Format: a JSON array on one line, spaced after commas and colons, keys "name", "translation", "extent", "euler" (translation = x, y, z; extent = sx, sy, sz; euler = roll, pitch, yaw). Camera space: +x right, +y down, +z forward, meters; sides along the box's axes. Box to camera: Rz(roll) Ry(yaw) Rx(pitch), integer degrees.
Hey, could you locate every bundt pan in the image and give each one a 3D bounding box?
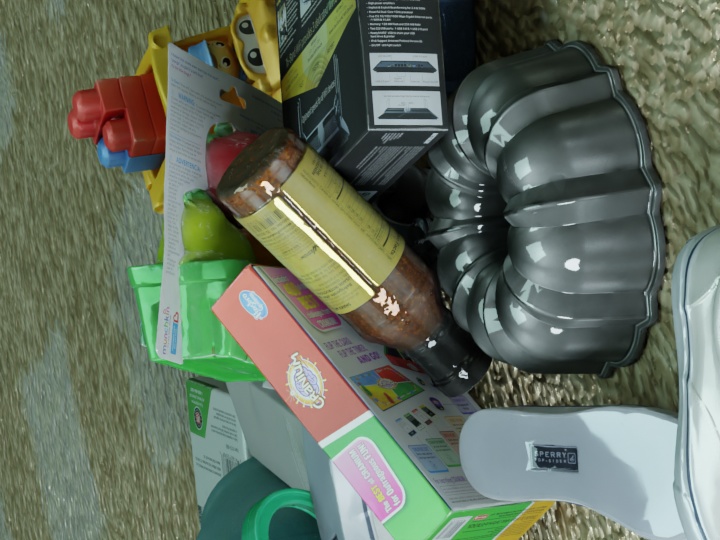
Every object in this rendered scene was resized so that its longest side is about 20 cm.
[{"name": "bundt pan", "translation": [0.097, -0.032, 1.336], "extent": [0.202, 0.076, 0.202], "euler": [172, 90, -68]}]

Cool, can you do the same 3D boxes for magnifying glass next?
[{"name": "magnifying glass", "translation": [0.008, 0.198, 1.495], "extent": [0.022, 0.200, 0.080], "euler": [-40, 39, 41]}]

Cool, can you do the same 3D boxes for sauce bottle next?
[{"name": "sauce bottle", "translation": [0.000, 0.000, 1.392], "extent": [0.200, 0.066, 0.066], "euler": [47, 169, -21]}]

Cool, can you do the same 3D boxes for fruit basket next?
[{"name": "fruit basket", "translation": [-0.089, -0.029, 1.499], "extent": [0.185, 0.094, 0.201], "euler": [21, -119, -63]}]

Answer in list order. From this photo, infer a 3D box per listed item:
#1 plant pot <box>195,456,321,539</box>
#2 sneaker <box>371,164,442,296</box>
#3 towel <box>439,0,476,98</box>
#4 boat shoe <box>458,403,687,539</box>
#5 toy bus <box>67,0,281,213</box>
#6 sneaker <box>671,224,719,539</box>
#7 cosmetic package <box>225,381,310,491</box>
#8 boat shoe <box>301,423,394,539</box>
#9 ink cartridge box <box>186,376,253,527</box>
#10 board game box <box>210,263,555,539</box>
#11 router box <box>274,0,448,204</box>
[{"name": "plant pot", "translation": [-0.041, 0.232, 1.651], "extent": [0.188, 0.199, 0.200], "euler": [-103, 16, -59]}, {"name": "sneaker", "translation": [0.008, -0.030, 1.574], "extent": [0.200, 0.075, 0.114], "euler": [-133, 46, -55]}, {"name": "towel", "translation": [0.035, -0.205, 1.466], "extent": [0.112, 0.048, 0.201], "euler": [-143, 49, -60]}, {"name": "boat shoe", "translation": [0.145, 0.103, 1.274], "extent": [0.200, 0.065, 0.074], "euler": [11, 101, 46]}, {"name": "toy bus", "translation": [-0.110, -0.128, 1.673], "extent": [0.200, 0.192, 0.136], "euler": [126, 134, -59]}, {"name": "sneaker", "translation": [0.194, 0.075, 1.128], "extent": [0.071, 0.073, 0.201], "euler": [158, 103, -72]}, {"name": "cosmetic package", "translation": [-0.012, 0.101, 1.605], "extent": [0.200, 0.107, 0.090], "euler": [26, 136, 68]}, {"name": "boat shoe", "translation": [0.023, 0.153, 1.448], "extent": [0.075, 0.086, 0.202], "euler": [119, 139, -62]}, {"name": "ink cartridge box", "translation": [-0.073, 0.186, 1.837], "extent": [0.147, 0.083, 0.201], "euler": [-168, 72, -67]}, {"name": "board game box", "translation": [0.016, 0.083, 1.410], "extent": [0.040, 0.153, 0.200], "euler": [-48, 67, 19]}, {"name": "router box", "translation": [-0.003, -0.134, 1.418], "extent": [0.200, 0.052, 0.158], "euler": [141, 126, -70]}]
